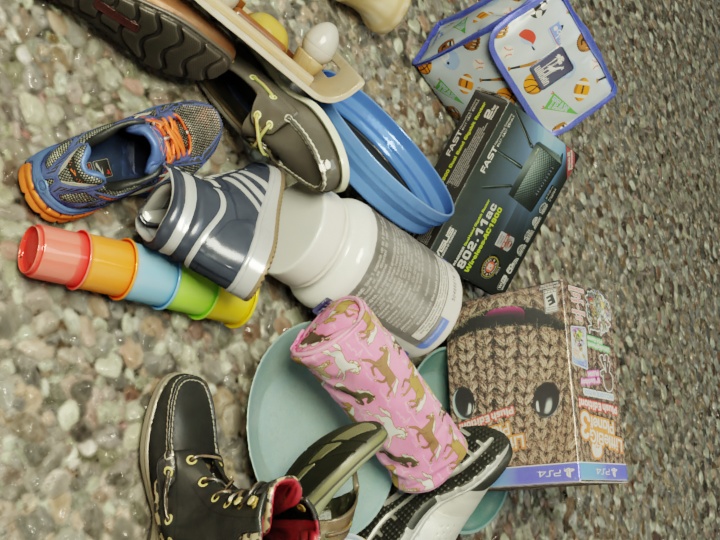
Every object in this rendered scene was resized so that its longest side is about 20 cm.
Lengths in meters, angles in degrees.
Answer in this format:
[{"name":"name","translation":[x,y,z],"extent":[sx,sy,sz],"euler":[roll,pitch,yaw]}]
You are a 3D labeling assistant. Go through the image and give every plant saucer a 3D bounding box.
[{"name":"plant saucer","translation":[0.099,0.187,1.019],"extent":[0.199,0.036,0.203],"euler":[17,66,-45]},{"name":"plant saucer","translation":[-0.042,0.151,0.869],"extent":[0.200,0.038,0.204],"euler":[18,65,-44]}]

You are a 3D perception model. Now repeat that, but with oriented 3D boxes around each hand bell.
[{"name":"hand bell","translation":[-0.049,-0.326,0.991],"extent":[0.198,0.104,0.106],"euler":[3,76,-35]}]

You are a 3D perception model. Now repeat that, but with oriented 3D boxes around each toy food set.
[{"name":"toy food set","translation":[-0.090,-0.241,0.828],"extent":[0.199,0.061,0.144],"euler":[36,13,-32]}]

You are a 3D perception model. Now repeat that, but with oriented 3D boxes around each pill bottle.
[{"name":"pill bottle","translation":[0.000,0.000,0.905],"extent":[0.199,0.113,0.115],"euler":[32,56,-39]}]

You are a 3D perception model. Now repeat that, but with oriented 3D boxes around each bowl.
[{"name":"bowl","translation":[0.016,-0.120,0.949],"extent":[0.200,0.039,0.201],"euler":[42,19,-18]}]

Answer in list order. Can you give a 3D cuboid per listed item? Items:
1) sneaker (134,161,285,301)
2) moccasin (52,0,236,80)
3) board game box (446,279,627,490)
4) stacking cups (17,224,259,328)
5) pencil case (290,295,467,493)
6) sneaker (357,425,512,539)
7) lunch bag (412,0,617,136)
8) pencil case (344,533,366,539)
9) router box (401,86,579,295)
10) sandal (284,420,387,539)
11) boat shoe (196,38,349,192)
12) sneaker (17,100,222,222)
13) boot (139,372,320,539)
[{"name":"sneaker","translation":[-0.127,-0.060,0.785],"extent":[0.107,0.070,0.201],"euler":[27,24,-18]},{"name":"moccasin","translation":[-0.195,-0.232,0.782],"extent":[0.199,0.074,0.079],"euler":[24,51,-19]},{"name":"board game box","translation":[0.183,0.129,0.983],"extent":[0.096,0.158,0.203],"euler":[13,68,-44]},{"name":"stacking cups","translation":[-0.178,0.000,0.754],"extent":[0.198,0.060,0.061],"euler":[17,66,-40]},{"name":"pencil case","translation":[0.019,0.118,0.849],"extent":[0.083,0.086,0.201],"euler":[-43,114,-12]},{"name":"sneaker","translation":[0.075,0.236,0.914],"extent":[0.199,0.074,0.080],"euler":[-40,123,-9]},{"name":"lunch bag","translation":[0.192,-0.249,1.133],"extent":[0.170,0.198,0.125],"euler":[50,46,-26]},{"name":"pencil case","translation":[0.019,0.309,0.822],"extent":[0.201,0.082,0.091],"euler":[55,12,-44]},{"name":"router box","translation":[0.149,-0.085,1.064],"extent":[0.149,0.062,0.202],"euler":[24,96,-41]},{"name":"sandal","translation":[-0.043,0.210,0.766],"extent":[0.057,0.080,0.202],"euler":[41,76,-19]},{"name":"boat shoe","translation":[-0.084,-0.136,0.836],"extent":[0.060,0.072,0.202],"euler":[-19,54,-33]},{"name":"sneaker","translation":[-0.179,-0.095,0.759],"extent":[0.200,0.078,0.076],"euler":[-39,108,-47]},{"name":"boot","translation":[-0.103,0.173,0.707],"extent":[0.073,0.149,0.203],"euler":[17,66,-44]}]
